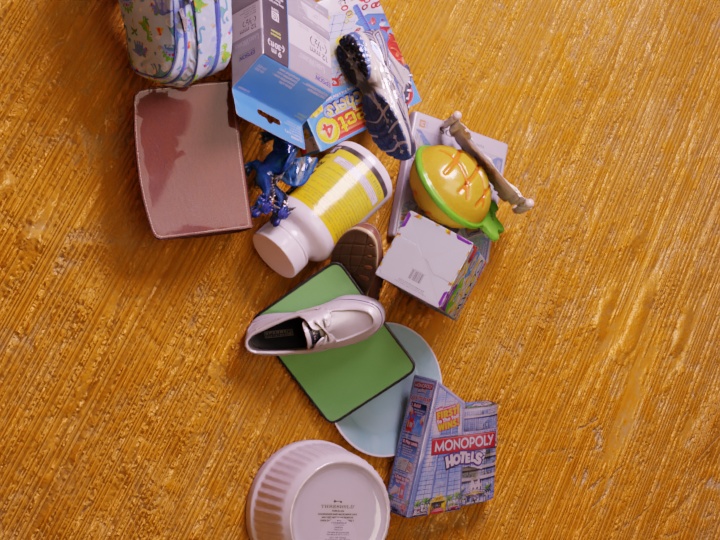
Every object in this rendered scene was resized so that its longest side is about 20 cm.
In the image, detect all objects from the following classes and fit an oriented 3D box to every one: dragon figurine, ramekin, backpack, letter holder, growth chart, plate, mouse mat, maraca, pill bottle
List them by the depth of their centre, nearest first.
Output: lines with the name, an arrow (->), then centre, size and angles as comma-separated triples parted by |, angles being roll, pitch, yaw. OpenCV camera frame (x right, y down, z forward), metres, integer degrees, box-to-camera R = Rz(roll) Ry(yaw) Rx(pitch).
backpack -> -0.236, -0.337, 1.527 | 0.154, 0.163, 0.200 | -45, 139, -33
letter holder -> -0.233, -0.144, 1.612 | 0.142, 0.101, 0.201 | -8, 91, -13
dragon figurine -> -0.101, -0.152, 1.653 | 0.200, 0.099, 0.059 | -57, 139, -13
ramekin -> -0.051, 0.343, 1.687 | 0.199, 0.105, 0.201 | 2, 87, -30
mouse mat -> -0.038, 0.105, 1.700 | 0.161, 0.008, 0.200 | -34, 99, 13
pill bottle -> -0.056, -0.084, 1.702 | 0.200, 0.111, 0.111 | -45, 108, -24
plate -> 0.034, 0.178, 1.790 | 0.199, 0.026, 0.201 | 1, 87, -29
maraca -> 0.150, -0.117, 1.800 | 0.200, 0.107, 0.138 | 29, 41, -39
growth chart -> 0.191, -0.160, 1.810 | 0.018, 0.145, 0.200 | -42, 99, -2

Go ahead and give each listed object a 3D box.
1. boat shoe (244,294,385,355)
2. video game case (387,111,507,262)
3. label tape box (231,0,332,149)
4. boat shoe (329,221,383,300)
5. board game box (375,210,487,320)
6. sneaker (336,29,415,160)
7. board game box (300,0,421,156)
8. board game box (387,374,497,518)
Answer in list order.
boat shoe -> -0.065, 0.081, 1.657 | 0.199, 0.066, 0.072 | -5, 105, 6
video game case -> 0.139, -0.127, 1.866 | 0.182, 0.022, 0.201 | 15, 80, -28
label tape box -> -0.104, -0.281, 1.593 | 0.143, 0.066, 0.201 | 22, 55, -48
boat shoe -> 0.000, 0.000, 1.710 | 0.072, 0.200, 0.068 | 24, 49, 16
board game box -> 0.106, -0.003, 1.719 | 0.105, 0.200, 0.103 | 28, 89, 13
sneaker -> 0.046, -0.259, 1.728 | 0.085, 0.077, 0.201 | -28, 102, -32
board game box -> -0.034, -0.298, 1.758 | 0.200, 0.056, 0.196 | -30, 102, -27
board game box -> 0.134, 0.256, 1.797 | 0.199, 0.062, 0.201 | -1, 96, -35
